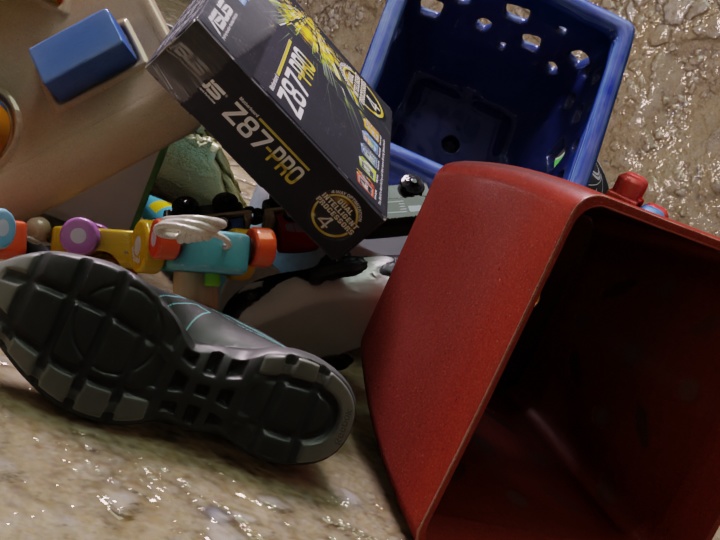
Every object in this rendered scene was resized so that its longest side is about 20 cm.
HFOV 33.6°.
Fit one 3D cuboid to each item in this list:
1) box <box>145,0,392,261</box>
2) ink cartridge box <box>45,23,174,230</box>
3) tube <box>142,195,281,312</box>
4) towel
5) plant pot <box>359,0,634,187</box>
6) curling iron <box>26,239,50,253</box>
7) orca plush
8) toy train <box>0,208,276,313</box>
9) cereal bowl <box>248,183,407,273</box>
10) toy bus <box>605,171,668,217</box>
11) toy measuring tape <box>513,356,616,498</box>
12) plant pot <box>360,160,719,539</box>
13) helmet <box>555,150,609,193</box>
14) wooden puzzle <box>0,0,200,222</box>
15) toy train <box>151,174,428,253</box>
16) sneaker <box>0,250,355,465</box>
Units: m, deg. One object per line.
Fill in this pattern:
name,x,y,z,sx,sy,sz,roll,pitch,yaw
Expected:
box,-0.048,-0.114,0.763,0.161,0.049,0.200,45,21,-17
ink cartridge box,-0.188,-0.115,0.864,0.084,0.145,0.200,21,5,-19
tube,-0.116,-0.014,0.882,0.077,0.050,0.200,43,-4,-35
towel,-0.189,-0.117,1.045,0.200,0.037,0.148,30,-20,20
plant pot,0.088,-0.130,1.009,0.199,0.201,0.180,23,-16,-5
curling iron,-0.237,-0.039,0.784,0.200,0.026,0.050,45,-8,34
orca plush,0.000,0.000,0.782,0.105,0.199,0.071,68,-2,-51
toy train,-0.149,-0.003,0.665,0.199,0.056,0.150,4,-1,22
cereal bowl,-0.002,0.000,0.930,0.200,0.084,0.200,23,12,-5
toy bus,0.212,0.009,1.039,0.135,0.193,0.200,26,11,16
toy measuring tape,0.136,0.087,0.837,0.073,0.074,0.200,12,41,-42
plant pot,0.112,0.040,0.693,0.199,0.200,0.176,16,16,-31
helmet,0.140,-0.057,1.188,0.200,0.201,0.190,30,35,28
wooden puzzle,-0.216,-0.138,0.728,0.200,0.185,0.046,62,0,13
toy train,-0.042,-0.033,0.809,0.199,0.034,0.046,-7,57,-19
sneaker,-0.102,0.049,0.623,0.200,0.076,0.079,26,-3,-18
